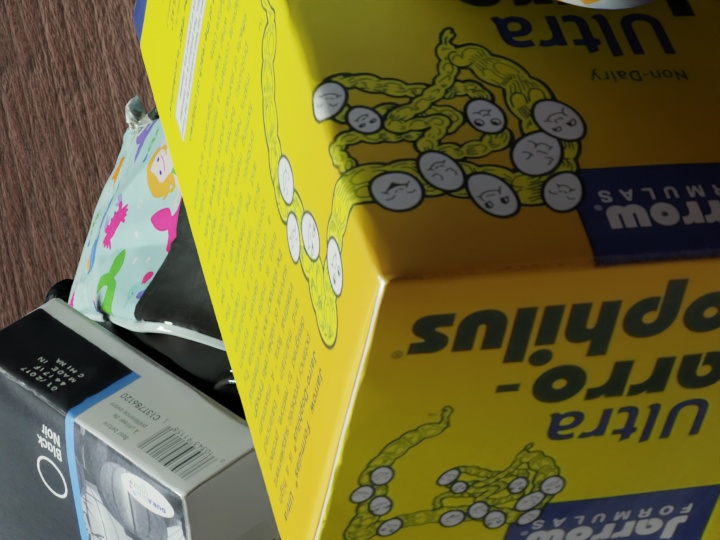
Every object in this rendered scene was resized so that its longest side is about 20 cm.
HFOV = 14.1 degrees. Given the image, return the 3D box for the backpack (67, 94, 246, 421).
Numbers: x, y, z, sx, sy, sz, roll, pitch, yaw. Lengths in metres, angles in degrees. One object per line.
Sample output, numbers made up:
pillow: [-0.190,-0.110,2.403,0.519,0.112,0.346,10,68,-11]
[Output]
backpack: [0.000,0.000,0.920,0.200,0.177,0.151,154,134,-71]

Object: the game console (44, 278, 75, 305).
game console: [-0.020,0.060,1.043,0.031,0.176,0.200,-67,18,13]

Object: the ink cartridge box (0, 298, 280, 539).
ink cartridge box: [-0.064,0.113,0.878,0.099,0.039,0.201,29,138,37]

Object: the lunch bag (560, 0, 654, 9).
lunch bag: [0.028,-0.157,0.678,0.200,0.160,0.076,33,149,21]

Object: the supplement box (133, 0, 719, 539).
supplement box: [0.021,-0.037,0.707,0.110,0.108,0.200,104,155,-46]
